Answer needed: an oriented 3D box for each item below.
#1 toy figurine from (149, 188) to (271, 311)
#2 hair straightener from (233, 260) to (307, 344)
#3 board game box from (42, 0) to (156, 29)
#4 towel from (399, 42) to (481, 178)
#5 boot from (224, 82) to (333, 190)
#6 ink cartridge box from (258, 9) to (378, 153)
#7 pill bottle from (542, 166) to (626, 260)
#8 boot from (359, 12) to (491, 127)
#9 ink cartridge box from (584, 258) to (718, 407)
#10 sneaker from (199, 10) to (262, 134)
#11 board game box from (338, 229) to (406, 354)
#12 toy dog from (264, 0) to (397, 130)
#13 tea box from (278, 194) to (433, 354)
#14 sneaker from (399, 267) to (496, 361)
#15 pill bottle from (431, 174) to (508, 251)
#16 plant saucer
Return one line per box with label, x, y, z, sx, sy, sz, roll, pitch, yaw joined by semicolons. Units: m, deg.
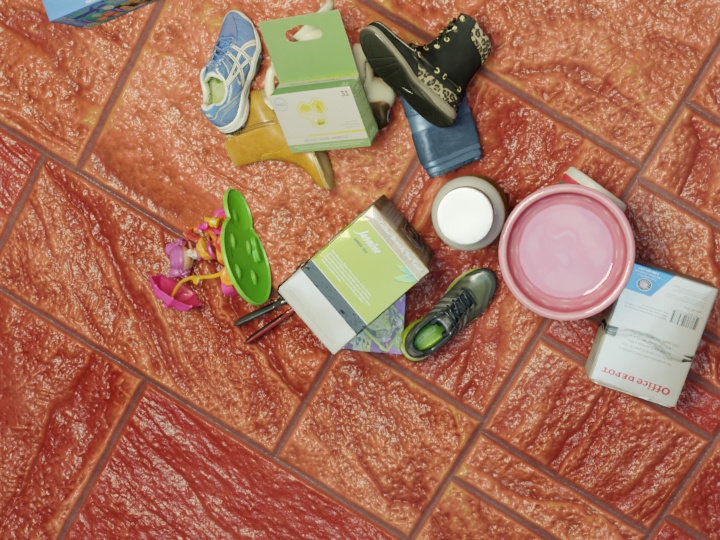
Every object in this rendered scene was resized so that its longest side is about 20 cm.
toy figurine;-0.267;-0.014;1.646;0.182;0.150;0.202;-18;74;20
hair straightener;-0.132;0.042;1.669;0.199;0.041;0.077;-32;94;11
board game box;-0.379;-0.442;1.568;0.198;0.152;0.045;-19;96;9
towel;0.118;-0.254;1.566;0.111;0.048;0.202;-22;100;-25
boot;-0.141;-0.197;1.624;0.143;0.071;0.203;-26;90;16
ink cartridge box;-0.069;-0.275;1.475;0.144;0.048;0.201;-1;129;28
pill bottle;0.315;-0.052;1.561;0.110;0.111;0.201;35;101;1
boot;0.101;-0.334;1.491;0.203;0.073;0.154;42;71;-27
ink cartridge box;0.458;0.095;1.579;0.143;0.084;0.202;18;100;5
sneaker;-0.209;-0.323;1.580;0.075;0.077;0.202;-3;77;27
board game box;0.019;0.036;1.656;0.119;0.032;0.202;5;100;10
toy dog;-0.032;-0.295;1.549;0.200;0.139;0.194;43;85;-11
tea box;0.000;0.000;1.538;0.196;0.200;0.134;-40;93;10
sneaker;0.148;0.075;1.611;0.074;0.081;0.200;44;90;-3
pill bottle;0.168;-0.089;1.525;0.111;0.200;0.114;1;97;11
plant saucer;0.307;-0.028;1.483;0.198;0.051;0.203;1;96;13
